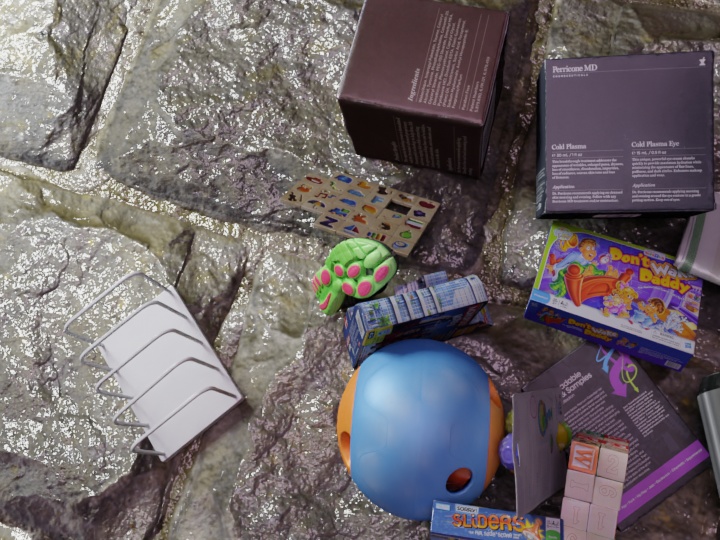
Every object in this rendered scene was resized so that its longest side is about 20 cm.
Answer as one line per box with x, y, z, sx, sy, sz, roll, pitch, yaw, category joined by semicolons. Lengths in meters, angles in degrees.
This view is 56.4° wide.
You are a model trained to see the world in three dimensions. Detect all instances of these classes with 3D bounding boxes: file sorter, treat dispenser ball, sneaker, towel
-0.278;0.127;0.897;0.138;0.125;0.201;-37;72;-3;file sorter
0.070;0.183;0.785;0.195;0.201;0.206;-2;73;8;treat dispenser ball
0.000;0.000;0.860;0.082;0.199;0.078;-22;87;-26;sneaker
0.502;-0.013;0.843;0.197;0.031;0.150;27;57;13;towel

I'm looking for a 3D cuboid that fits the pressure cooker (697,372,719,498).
0.476;0.207;0.730;0.171;0.179;0.205;-7;70;11;pressure cooker

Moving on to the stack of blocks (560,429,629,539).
0.254;0.290;0.746;0.057;0.115;0.206;9;88;23;stack of blocks

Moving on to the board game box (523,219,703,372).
0.321;0.028;0.851;0.196;0.045;0.136;18;57;13;board game box

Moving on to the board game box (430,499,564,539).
0.143;0.322;0.738;0.132;0.203;0.035;5;48;10;board game box

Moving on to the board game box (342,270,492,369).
0.083;0.052;0.848;0.195;0.201;0.063;-14;72;-11;board game box

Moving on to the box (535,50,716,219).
0.321;-0.160;0.832;0.194;0.104;0.188;1;90;10;box

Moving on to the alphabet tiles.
-0.003;-0.086;0.917;0.196;0.008;0.168;18;33;13;alphabet tiles

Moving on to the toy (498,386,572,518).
0.186;0.192;0.744;0.046;0.198;0.119;-6;81;33;toy

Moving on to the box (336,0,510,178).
0.091;-0.251;0.926;0.195;0.166;0.168;13;77;12;box

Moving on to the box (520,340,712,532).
0.313;0.191;0.833;0.141;0.036;0.202;-33;73;-1;box
